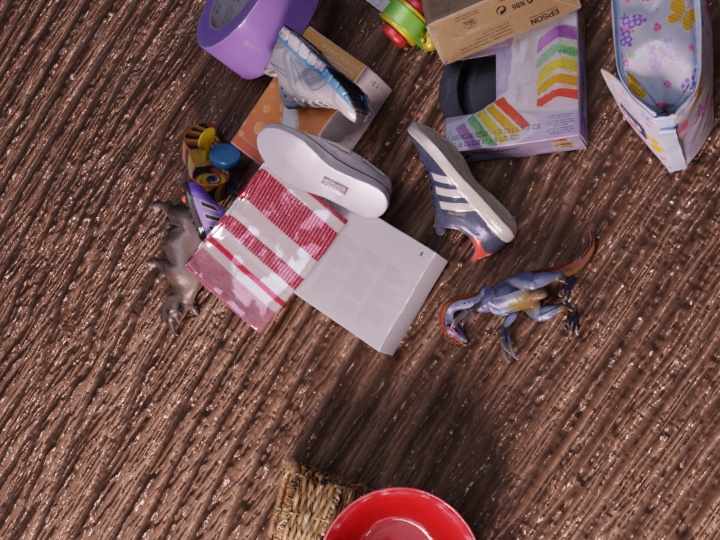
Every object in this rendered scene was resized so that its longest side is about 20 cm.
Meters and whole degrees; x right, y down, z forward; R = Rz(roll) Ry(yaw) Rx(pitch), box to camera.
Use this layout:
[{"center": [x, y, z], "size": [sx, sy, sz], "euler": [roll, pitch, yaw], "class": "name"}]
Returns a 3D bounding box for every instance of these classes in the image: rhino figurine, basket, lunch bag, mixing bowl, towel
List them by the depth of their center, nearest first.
[{"center": [0.361, -0.239, 1.272], "size": [0.125, 0.169, 0.204], "euler": [-7, 75, 23], "class": "lunch bag"}, {"center": [0.046, 0.361, 1.292], "size": [0.196, 0.108, 0.204], "euler": [0, 85, 0], "class": "mixing bowl"}, {"center": [-0.089, 0.351, 1.358], "size": [0.147, 0.142, 0.203], "euler": [14, 83, 27], "class": "basket"}, {"center": [-0.131, -0.036, 1.456], "size": [0.144, 0.023, 0.201], "euler": [39, 97, 0], "class": "towel"}, {"center": [-0.272, -0.004, 1.585], "size": [0.086, 0.060, 0.204], "euler": [1, 86, 30], "class": "rhino figurine"}]

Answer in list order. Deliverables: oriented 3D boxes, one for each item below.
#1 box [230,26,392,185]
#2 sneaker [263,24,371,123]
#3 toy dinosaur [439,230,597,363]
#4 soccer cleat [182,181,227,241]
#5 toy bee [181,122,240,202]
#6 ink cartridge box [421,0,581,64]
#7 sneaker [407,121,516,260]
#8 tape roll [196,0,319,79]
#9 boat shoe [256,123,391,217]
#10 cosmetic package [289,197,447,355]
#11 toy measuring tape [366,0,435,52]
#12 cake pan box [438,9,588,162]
[{"center": [-0.070, -0.221, 1.520], "size": [0.124, 0.097, 0.201], "euler": [37, 95, 27], "class": "box"}, {"center": [-0.062, -0.244, 1.435], "size": [0.087, 0.075, 0.200], "euler": [-52, 55, 13], "class": "sneaker"}, {"center": [0.193, 0.044, 1.359], "size": [0.179, 0.106, 0.200], "euler": [6, 42, 39], "class": "toy dinosaur"}, {"center": [-0.186, -0.046, 1.511], "size": [0.072, 0.068, 0.202], "euler": [-28, 103, 0], "class": "soccer cleat"}, {"center": [-0.223, -0.145, 1.558], "size": [0.199, 0.107, 0.133], "euler": [32, 131, 49], "class": "toy bee"}, {"center": [0.179, -0.386, 1.416], "size": [0.197, 0.075, 0.167], "euler": [-20, 46, 16], "class": "ink cartridge box"}, {"center": [0.113, -0.099, 1.389], "size": [0.084, 0.075, 0.201], "euler": [-41, 84, 24], "class": "sneaker"}, {"center": [-0.150, -0.390, 1.562], "size": [0.199, 0.084, 0.202], "euler": [-35, 38, 33], "class": "tape roll"}, {"center": [-0.047, -0.142, 1.434], "size": [0.198, 0.066, 0.074], "euler": [33, 127, -10], "class": "boat shoe"}, {"center": [0.000, 0.000, 1.456], "size": [0.199, 0.052, 0.152], "euler": [33, 94, 29], "class": "cosmetic package"}, {"center": [0.040, -0.379, 1.522], "size": [0.074, 0.073, 0.200], "euler": [-48, 62, 7], "class": "toy measuring tape"}, {"center": [0.204, -0.247, 1.420], "size": [0.197, 0.052, 0.188], "euler": [-3, 73, 26], "class": "cake pan box"}]
